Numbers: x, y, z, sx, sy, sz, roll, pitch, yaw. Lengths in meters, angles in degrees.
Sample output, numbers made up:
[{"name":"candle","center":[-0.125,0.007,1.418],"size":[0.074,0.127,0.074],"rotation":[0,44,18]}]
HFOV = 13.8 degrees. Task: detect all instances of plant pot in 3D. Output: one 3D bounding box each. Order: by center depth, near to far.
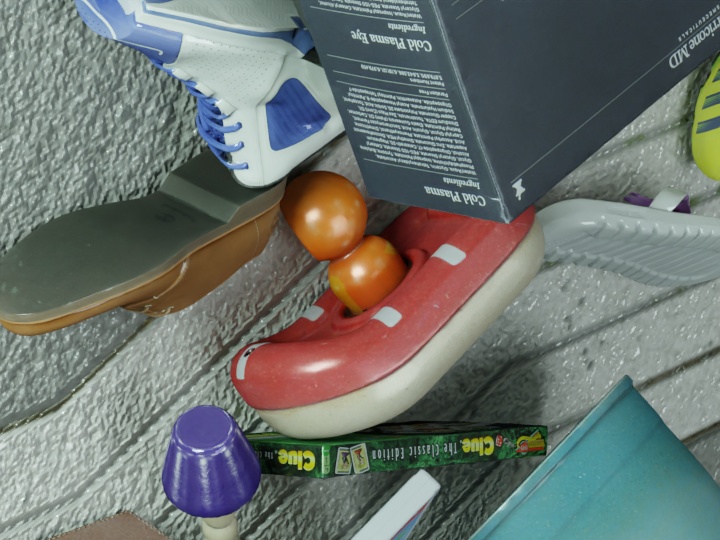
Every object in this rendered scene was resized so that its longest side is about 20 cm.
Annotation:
[{"name":"plant pot","center":[0.165,0.200,1.854],"size":[0.200,0.188,0.200],"rotation":[-46,175,-5]}]

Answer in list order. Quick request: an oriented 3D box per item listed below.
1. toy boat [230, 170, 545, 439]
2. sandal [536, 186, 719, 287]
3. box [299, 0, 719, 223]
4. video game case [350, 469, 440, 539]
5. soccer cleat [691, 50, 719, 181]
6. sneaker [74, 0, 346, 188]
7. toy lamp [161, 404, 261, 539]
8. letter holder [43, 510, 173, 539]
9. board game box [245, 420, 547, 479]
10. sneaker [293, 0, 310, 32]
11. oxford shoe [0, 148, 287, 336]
[{"name":"toy boat","center":[0.000,0.000,1.700],"size":[0.200,0.130,0.131],"rotation":[-46,108,-20]},{"name":"sandal","center":[0.184,-0.031,1.913],"size":[0.203,0.082,0.050],"rotation":[11,60,-48]},{"name":"box","center":[0.074,-0.155,1.479],"size":[0.200,0.104,0.182],"rotation":[-38,122,-31]},{"name":"video game case","center":[-0.025,0.205,1.760],"size":[0.143,0.017,0.200],"rotation":[-44,170,-28]},{"name":"soccer cleat","center":[0.279,-0.127,1.903],"size":[0.065,0.084,0.200],"rotation":[18,123,-30]},{"name":"sneaker","center":[-0.065,-0.099,1.566],"size":[0.199,0.081,0.115],"rotation":[7,124,-38]},{"name":"toy lamp","center":[-0.079,0.150,1.697],"size":[0.058,0.058,0.200],"rotation":[-40,147,-25]},{"name":"letter holder","center":[-0.162,0.228,1.613],"size":[0.200,0.142,0.101],"rotation":[-17,123,-41]},{"name":"board game box","center":[0.009,0.105,1.761],"size":[0.200,0.105,0.023],"rotation":[-1,93,-47]},{"name":"sneaker","center":[-0.066,-0.201,1.496],"size":[0.088,0.074,0.200],"rotation":[-23,95,-15]},{"name":"oxford shoe","center":[-0.116,0.000,1.593],"size":[0.200,0.071,0.071],"rotation":[-25,135,-37]}]
